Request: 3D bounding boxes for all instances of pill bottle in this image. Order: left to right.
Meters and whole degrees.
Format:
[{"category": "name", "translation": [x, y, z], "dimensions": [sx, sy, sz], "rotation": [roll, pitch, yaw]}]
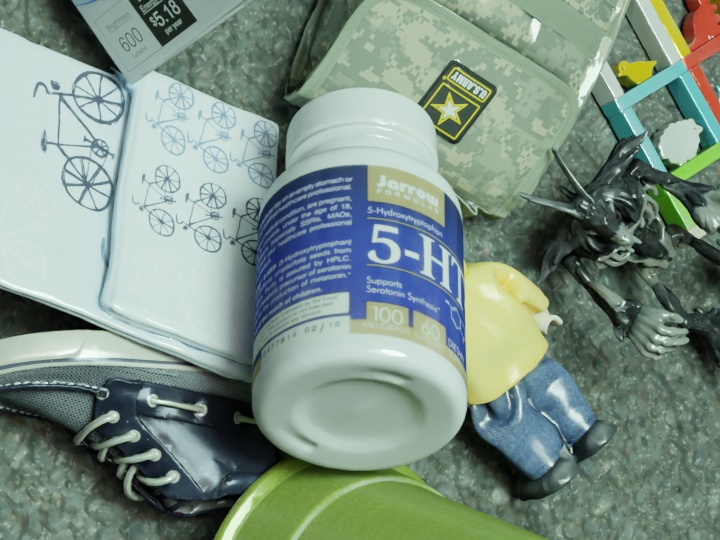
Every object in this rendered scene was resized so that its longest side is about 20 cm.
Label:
[{"category": "pill bottle", "translation": [0.000, 0.000, 1.353], "dimensions": [0.119, 0.120, 0.201], "rotation": [17, 50, -22]}]

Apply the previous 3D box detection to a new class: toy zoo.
[{"category": "toy zoo", "translation": [0.214, -0.133, 1.597], "dimensions": [0.131, 0.020, 0.201], "rotation": [-31, 94, -28]}]

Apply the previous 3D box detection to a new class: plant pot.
[{"category": "plant pot", "translation": [0.043, 0.203, 1.317], "dimensions": [0.199, 0.190, 0.201], "rotation": [-1, 92, -39]}]

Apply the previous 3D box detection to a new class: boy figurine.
[{"category": "boy figurine", "translation": [0.067, 0.048, 1.462], "dimensions": [0.200, 0.064, 0.124], "rotation": [50, 61, -7]}]

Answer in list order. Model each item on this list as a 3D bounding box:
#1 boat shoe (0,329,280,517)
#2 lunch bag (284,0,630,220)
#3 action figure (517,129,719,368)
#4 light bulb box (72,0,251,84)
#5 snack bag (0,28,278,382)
[{"category": "boat shoe", "translation": [-0.131, 0.089, 1.349], "dimensions": [0.199, 0.075, 0.093], "rotation": [3, 70, -26]}, {"category": "lunch bag", "translation": [0.062, -0.149, 1.475], "dimensions": [0.164, 0.117, 0.201], "rotation": [29, 75, -21]}, {"category": "action figure", "translation": [0.192, -0.009, 1.487], "dimensions": [0.200, 0.102, 0.119], "rotation": [28, 96, -37]}, {"category": "light bulb box", "translation": [-0.102, -0.249, 1.359], "dimensions": [0.200, 0.198, 0.125], "rotation": [54, 48, -5]}, {"category": "snack bag", "translation": [-0.138, -0.046, 1.368], "dimensions": [0.199, 0.021, 0.189], "rotation": [22, 49, -22]}]
